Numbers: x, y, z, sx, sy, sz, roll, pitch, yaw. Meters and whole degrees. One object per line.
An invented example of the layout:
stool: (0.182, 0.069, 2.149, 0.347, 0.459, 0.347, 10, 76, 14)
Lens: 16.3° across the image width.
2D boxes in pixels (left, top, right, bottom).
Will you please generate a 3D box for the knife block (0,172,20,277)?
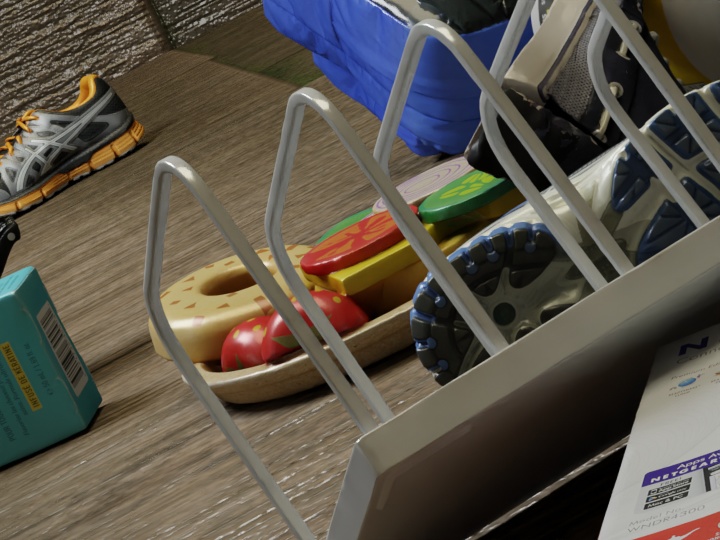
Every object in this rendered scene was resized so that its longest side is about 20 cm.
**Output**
knife block: (-0.271, 0.021, 1.377, 0.199, 0.176, 0.064, -28, 10, -7)

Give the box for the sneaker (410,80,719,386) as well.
sneaker: (0.109, -0.022, 0.982, 0.199, 0.077, 0.085, -25, 7, 5)

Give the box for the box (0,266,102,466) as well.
box: (-0.240, 0.078, 1.293, 0.199, 0.083, 0.049, -25, 12, 11)

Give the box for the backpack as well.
backpack: (0.057, -0.159, 1.503, 0.162, 0.168, 0.200, -34, 45, -20)

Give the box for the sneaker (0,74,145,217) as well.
sneaker: (-0.294, -0.105, 2.272, 0.199, 0.078, 0.078, -33, 14, -24)

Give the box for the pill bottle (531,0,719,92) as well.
pill bottle: (0.179, -0.141, 1.263, 0.111, 0.112, 0.200, -31, 12, -24)

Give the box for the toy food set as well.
toy food set: (0.000, 0.000, 1.189, 0.197, 0.049, 0.200, -29, 11, -12)

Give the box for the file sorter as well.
file sorter: (0.046, -0.009, 0.797, 0.199, 0.125, 0.139, -30, -17, -19)

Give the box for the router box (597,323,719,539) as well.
router box: (0.165, 0.036, 0.646, 0.199, 0.049, 0.180, -23, 12, 18)

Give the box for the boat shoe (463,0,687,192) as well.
boat shoe: (0.118, -0.082, 1.155, 0.075, 0.092, 0.200, -63, -3, 37)
